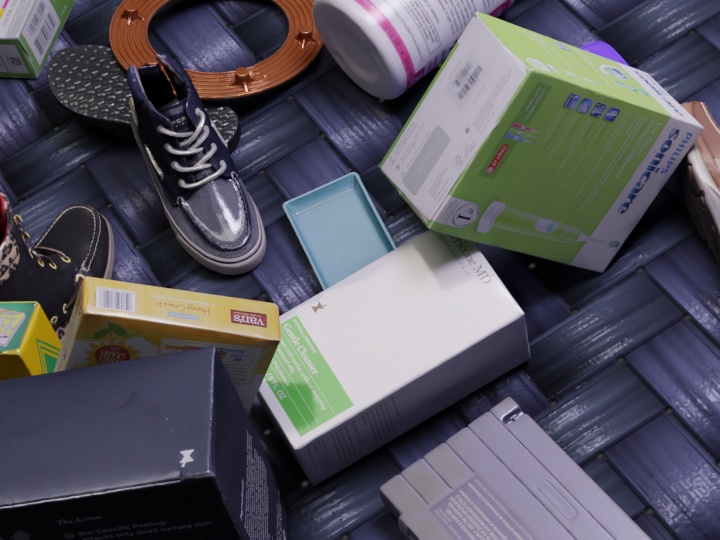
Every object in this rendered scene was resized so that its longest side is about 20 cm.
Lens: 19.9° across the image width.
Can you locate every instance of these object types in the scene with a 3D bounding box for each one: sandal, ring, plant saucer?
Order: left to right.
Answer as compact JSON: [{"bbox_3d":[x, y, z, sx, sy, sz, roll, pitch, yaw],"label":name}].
[{"bbox_3d":[-0.199,-0.141,1.851,0.200,0.048,0.075,27,61,20],"label":"sandal"},{"bbox_3d":[-0.130,-0.225,1.880,0.200,0.019,0.201,0,45,0],"label":"ring"},{"bbox_3d":[0.000,0.000,1.679,0.070,0.019,0.200,-24,47,-3],"label":"plant saucer"}]

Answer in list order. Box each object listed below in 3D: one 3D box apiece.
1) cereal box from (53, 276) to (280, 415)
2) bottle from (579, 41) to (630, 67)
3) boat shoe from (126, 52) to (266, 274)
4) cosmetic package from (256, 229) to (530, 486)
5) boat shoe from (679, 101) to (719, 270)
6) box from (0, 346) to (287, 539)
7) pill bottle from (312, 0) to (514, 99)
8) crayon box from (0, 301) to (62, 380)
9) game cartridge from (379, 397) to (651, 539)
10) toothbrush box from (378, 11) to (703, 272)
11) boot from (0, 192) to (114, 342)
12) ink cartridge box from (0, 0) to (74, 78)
[{"bbox_3d":[-0.153,0.091,1.500,0.144,0.200,0.040,9,47,-17],"label":"cereal box"},{"bbox_3d":[0.135,-0.114,1.700,0.200,0.065,0.084,-29,47,-7],"label":"bottle"},{"bbox_3d":[-0.144,-0.092,1.733,0.075,0.093,0.200,-28,60,-13],"label":"boat shoe"},{"bbox_3d":[0.018,0.061,1.562,0.200,0.085,0.108,-32,63,-7],"label":"cosmetic package"},{"bbox_3d":[0.298,-0.052,1.597,0.072,0.076,0.200,-17,57,-1],"label":"boat shoe"},{"bbox_3d":[-0.169,0.170,1.465,0.196,0.200,0.118,-9,48,9],"label":"box"},{"bbox_3d":[0.066,-0.251,1.807,0.200,0.113,0.113,-40,50,-16],"label":"pill bottle"},{"bbox_3d":[-0.316,0.098,1.592,0.200,0.173,0.058,-1,50,17],"label":"crayon box"},{"bbox_3d":[0.116,0.191,1.469,0.130,0.038,0.200,-36,50,-9],"label":"game cartridge"},{"bbox_3d":[0.138,-0.093,1.562,0.146,0.200,0.086,-58,44,22],"label":"toothbrush box"},{"bbox_3d":[-0.275,-0.008,1.684,0.073,0.151,0.200,9,54,24],"label":"boot"},{"bbox_3d":[-0.388,-0.244,1.984,0.200,0.059,0.104,4,53,21],"label":"ink cartridge box"}]
